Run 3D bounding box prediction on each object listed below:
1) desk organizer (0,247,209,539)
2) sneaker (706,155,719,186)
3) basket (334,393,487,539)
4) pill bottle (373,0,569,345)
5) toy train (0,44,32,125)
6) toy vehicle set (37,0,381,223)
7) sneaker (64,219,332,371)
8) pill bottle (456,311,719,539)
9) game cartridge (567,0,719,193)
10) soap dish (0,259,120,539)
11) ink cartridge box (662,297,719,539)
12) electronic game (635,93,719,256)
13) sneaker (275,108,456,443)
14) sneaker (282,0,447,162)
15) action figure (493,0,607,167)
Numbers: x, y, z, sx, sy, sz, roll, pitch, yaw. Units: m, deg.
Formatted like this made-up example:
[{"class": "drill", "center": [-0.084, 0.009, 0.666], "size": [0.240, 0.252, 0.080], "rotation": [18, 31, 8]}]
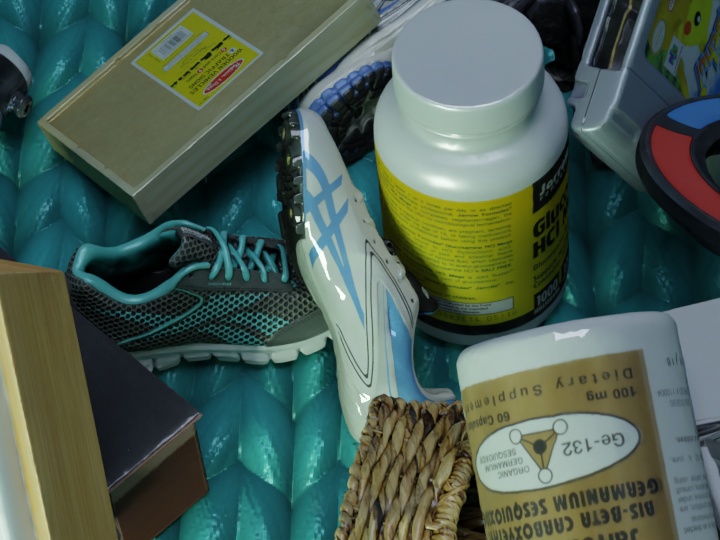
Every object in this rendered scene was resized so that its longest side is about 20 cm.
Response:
[{"class": "desk organizer", "center": [-0.179, 0.071, 1.375], "size": [0.072, 0.077, 0.200], "rotation": [-39, 58, -24]}, {"class": "sneaker", "center": [0.258, -0.141, 1.501], "size": [0.072, 0.085, 0.201], "rotation": [6, 51, 12]}, {"class": "basket", "center": [0.063, 0.169, 1.234], "size": [0.148, 0.143, 0.201], "rotation": [6, 53, 11]}, {"class": "pill bottle", "center": [0.065, -0.057, 1.376], "size": [0.111, 0.201, 0.113], "rotation": [-3, 52, 3]}, {"class": "toy train", "center": [-0.292, -0.090, 1.514], "size": [0.114, 0.087, 0.200], "rotation": [28, 56, 14]}, {"class": "toy vehicle set", "center": [-0.098, -0.127, 1.514], "size": [0.200, 0.027, 0.124], "rotation": [-42, 44, -11]}, {"class": "sneaker", "center": [-0.085, 0.008, 1.409], "size": [0.198, 0.092, 0.078], "rotation": [-13, 52, -5]}, {"class": "pill bottle", "center": [0.119, 0.128, 1.176], "size": [0.113, 0.114, 0.202], "rotation": [-10, 82, -3]}, {"class": "game cartridge", "center": [0.186, -0.152, 1.395], "size": [0.040, 0.133, 0.202], "rotation": [14, 81, 30]}, {"class": "soap dish", "center": [-0.210, 0.082, 1.279], "size": [0.157, 0.202, 0.081], "rotation": [8, 25, 44]}, {"class": "ink cartridge box", "center": [0.212, 0.132, 1.249], "size": [0.083, 0.145, 0.201], "rotation": [-12, 51, -5]}, {"class": "electronic game", "center": [0.250, -0.046, 1.319], "size": [0.198, 0.042, 0.201], "rotation": [9, 31, -6]}, {"class": "sneaker", "center": [0.000, 0.000, 1.371], "size": [0.072, 0.072, 0.202], "rotation": [-19, 96, -10]}, {"class": "sneaker", "center": [0.021, -0.159, 1.544], "size": [0.200, 0.077, 0.085], "rotation": [-37, 53, -22]}, {"class": "action figure", "center": [0.114, -0.149, 1.445], "size": [0.118, 0.201, 0.102], "rotation": [-22, 50, -12]}]
